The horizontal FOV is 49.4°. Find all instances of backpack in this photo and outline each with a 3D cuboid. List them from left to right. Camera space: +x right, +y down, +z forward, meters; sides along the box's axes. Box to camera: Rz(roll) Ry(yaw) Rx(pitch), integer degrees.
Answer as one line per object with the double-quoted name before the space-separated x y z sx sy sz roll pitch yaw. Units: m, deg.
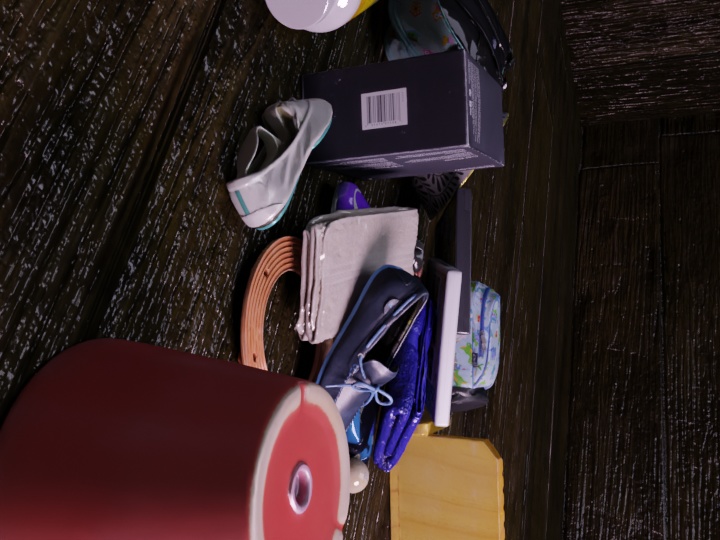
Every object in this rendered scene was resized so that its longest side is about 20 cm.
"backpack" 0.120 -0.346 1.145 0.202 0.151 0.177 58 38 -28
"backpack" 0.169 0.119 1.281 0.163 0.151 0.205 34 44 -67

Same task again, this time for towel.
"towel" 0.000 0.000 0.874 0.198 0.034 0.136 -10 109 -53
"towel" 0.061 0.144 1.031 0.149 0.048 0.203 100 3 -48

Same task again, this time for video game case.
"video game case" 0.107 0.092 1.089 0.182 0.023 0.205 -120 -146 -83
"video game case" 0.133 0.006 1.143 0.181 0.025 0.205 107 -14 -76

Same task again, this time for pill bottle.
"pill bottle" -0.032 -0.322 0.848 0.201 0.102 0.106 -57 139 -54

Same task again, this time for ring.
"ring" -0.077 0.067 0.818 0.200 0.019 0.206 -2 90 -69

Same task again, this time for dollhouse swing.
"dollhouse swing" 0.137 0.315 1.120 0.181 0.172 0.205 8 79 -67

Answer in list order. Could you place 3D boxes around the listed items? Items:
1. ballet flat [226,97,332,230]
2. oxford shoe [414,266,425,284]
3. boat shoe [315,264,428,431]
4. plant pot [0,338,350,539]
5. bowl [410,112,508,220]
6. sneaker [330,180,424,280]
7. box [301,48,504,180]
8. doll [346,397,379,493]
"ballet flat" -0.079 -0.128 0.782 0.202 0.068 0.070 -69 148 -42
"oxford shoe" 0.057 -0.002 1.097 0.075 0.069 0.203 -71 161 -49
"boat shoe" 0.008 0.095 0.833 0.084 0.068 0.204 9 105 -58
"plant pot" -0.111 0.144 0.523 0.200 0.173 0.206 -3 90 -67
"bowl" 0.133 -0.188 1.212 0.094 0.201 0.201 37 35 -3
"sneaker" 0.030 -0.035 0.979 0.202 0.097 0.071 66 29 -43
"box" 0.056 -0.176 0.929 0.181 0.196 0.107 2 86 -68
"doll" 0.001 0.170 0.957 0.137 0.047 0.204 76 22 -56
